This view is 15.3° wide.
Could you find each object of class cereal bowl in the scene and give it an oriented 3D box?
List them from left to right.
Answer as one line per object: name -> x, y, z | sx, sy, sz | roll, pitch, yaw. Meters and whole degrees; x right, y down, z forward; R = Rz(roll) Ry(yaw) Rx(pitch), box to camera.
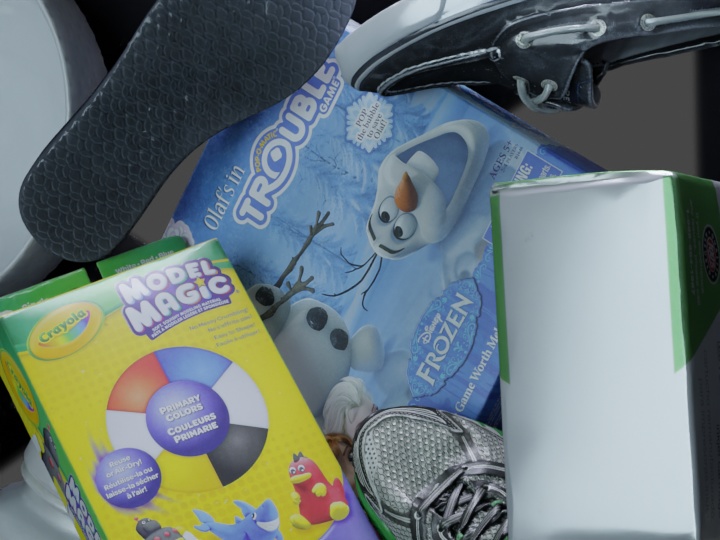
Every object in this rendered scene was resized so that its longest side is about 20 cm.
cereal bowl -> -0.205, -0.072, 1.373 | 0.199, 0.083, 0.202 | -1, 88, 30

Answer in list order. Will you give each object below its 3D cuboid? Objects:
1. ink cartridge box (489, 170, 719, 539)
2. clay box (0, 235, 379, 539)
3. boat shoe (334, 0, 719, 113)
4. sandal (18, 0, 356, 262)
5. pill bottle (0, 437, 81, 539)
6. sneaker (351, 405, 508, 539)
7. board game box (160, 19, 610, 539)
ink cartridge box -> 0.131, 0.039, 1.103 | 0.084, 0.200, 0.147 | -5, 86, 27
clay box -> -0.087, 0.071, 1.224 | 0.201, 0.114, 0.048 | 60, 157, 22
boat shoe -> 0.088, -0.103, 1.196 | 0.199, 0.072, 0.068 | -16, 81, 9
sandal -> -0.086, -0.089, 1.268 | 0.200, 0.043, 0.076 | -40, 101, 15
pill bottle -> -0.146, 0.173, 1.309 | 0.113, 0.114, 0.201 | 28, 102, 28
sneaker -> 0.072, 0.120, 1.153 | 0.200, 0.085, 0.078 | 38, 82, 28
board game box -> 0.000, 0.000, 1.271 | 0.199, 0.043, 0.201 | 33, 103, 29
